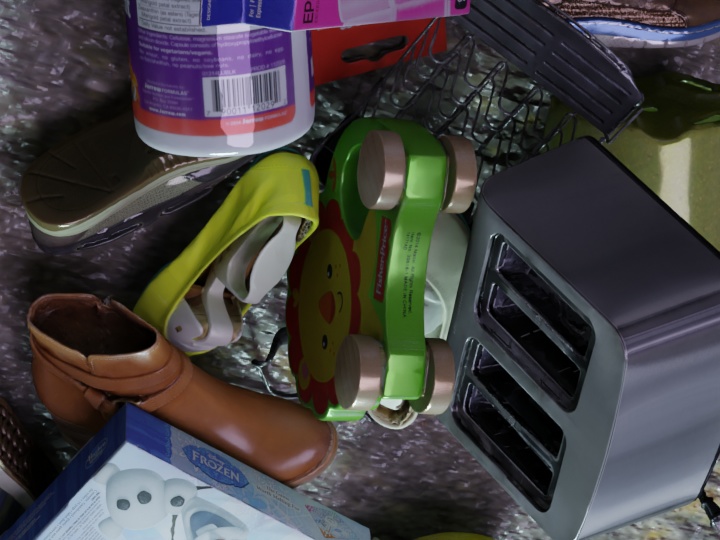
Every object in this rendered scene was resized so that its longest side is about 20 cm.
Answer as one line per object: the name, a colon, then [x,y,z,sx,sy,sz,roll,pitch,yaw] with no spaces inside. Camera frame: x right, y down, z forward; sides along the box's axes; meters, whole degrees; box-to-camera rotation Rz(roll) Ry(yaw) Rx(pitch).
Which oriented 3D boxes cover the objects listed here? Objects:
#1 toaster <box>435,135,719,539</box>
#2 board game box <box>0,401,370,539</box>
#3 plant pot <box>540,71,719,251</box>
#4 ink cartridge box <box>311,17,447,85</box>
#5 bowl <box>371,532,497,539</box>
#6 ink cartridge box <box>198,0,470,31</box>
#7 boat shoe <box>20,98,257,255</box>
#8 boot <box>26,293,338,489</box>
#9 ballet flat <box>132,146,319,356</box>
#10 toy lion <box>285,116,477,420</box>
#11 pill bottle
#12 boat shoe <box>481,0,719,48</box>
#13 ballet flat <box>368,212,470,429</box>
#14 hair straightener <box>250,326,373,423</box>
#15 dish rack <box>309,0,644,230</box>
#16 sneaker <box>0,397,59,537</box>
toaster: [0.142,0.050,1.635,0.118,0.200,0.182,-18,137,-31]
board game box: [-0.129,0.200,1.763,0.198,0.043,0.200,31,120,-25]
plant pot: [0.186,-0.030,1.810,0.199,0.200,0.185,-7,114,-22]
ink cartridge box: [0.012,-0.201,1.677,0.108,0.050,0.201,-16,127,-16]
bowl: [0.028,0.256,1.955,0.108,0.200,0.200,39,104,4]
ink cartridge box: [-0.009,-0.191,1.565,0.199,0.037,0.095,-10,112,-43]
boat shoe: [-0.124,-0.072,1.695,0.200,0.072,0.066,-29,161,-21]
boot: [-0.117,0.077,1.725,0.199,0.074,0.155,5,149,7]
ballet flat: [-0.087,0.007,1.734,0.067,0.067,0.200,12,131,-36]
toy lion: [0.000,0.000,1.693,0.068,0.192,0.201,2,102,-22]
pill bottle: [-0.086,-0.178,1.595,0.111,0.111,0.201,-11,113,-19]
boat shoe: [0.173,-0.188,1.752,0.199,0.072,0.073,-10,125,-20]
ballet flat: [0.032,0.035,1.764,0.069,0.070,0.201,-15,145,-16]
hair straightener: [0.011,0.079,1.879,0.199,0.041,0.077,5,120,-29]
dish rack: [0.078,-0.090,1.711,0.153,0.055,0.200,35,134,-8]
sneaker: [-0.251,0.154,1.795,0.089,0.067,0.201,-11,142,10]
